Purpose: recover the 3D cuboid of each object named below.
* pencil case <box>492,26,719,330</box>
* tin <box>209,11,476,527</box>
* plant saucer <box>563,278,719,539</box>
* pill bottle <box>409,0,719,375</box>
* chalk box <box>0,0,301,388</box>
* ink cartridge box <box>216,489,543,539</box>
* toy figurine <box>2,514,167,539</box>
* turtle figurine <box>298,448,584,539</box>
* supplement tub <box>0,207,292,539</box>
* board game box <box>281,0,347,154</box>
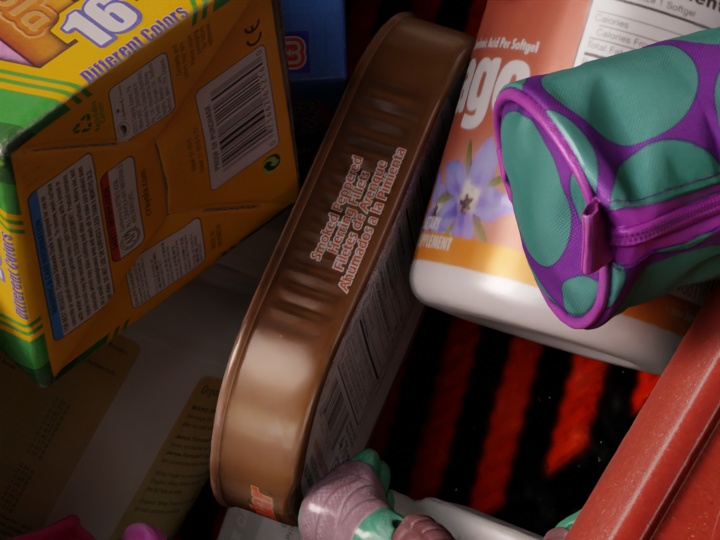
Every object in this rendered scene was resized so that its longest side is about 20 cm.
[{"bbox_3d":[0.146,-0.043,0.873,0.092,0.199,0.086,-132,30,-62],"label":"pencil case"},{"bbox_3d":[0.000,0.000,0.987,0.042,0.112,0.201,19,71,10],"label":"tin"},{"bbox_3d":[0.163,0.098,0.834,0.199,0.037,0.200,25,61,19],"label":"plant saucer"},{"bbox_3d":[0.096,-0.071,0.963,0.112,0.112,0.201,14,86,36],"label":"pill bottle"},{"bbox_3d":[-0.134,-0.083,0.932,0.124,0.125,0.200,-38,57,-25],"label":"chalk box"},{"bbox_3d":[0.003,0.182,1.005,0.173,0.043,0.201,19,89,37],"label":"ink cartridge box"},{"bbox_3d":[-0.080,0.165,0.934,0.200,0.150,0.185,-45,61,33],"label":"toy figurine"},{"bbox_3d":[0.061,0.135,0.899,0.199,0.101,0.150,17,87,40],"label":"turtle figurine"},{"bbox_3d":[-0.116,0.038,1.054,0.144,0.144,0.201,39,104,35],"label":"supplement tub"},{"bbox_3d":[-0.031,-0.156,1.036,0.045,0.152,0.201,-3,83,-1],"label":"board game box"}]
